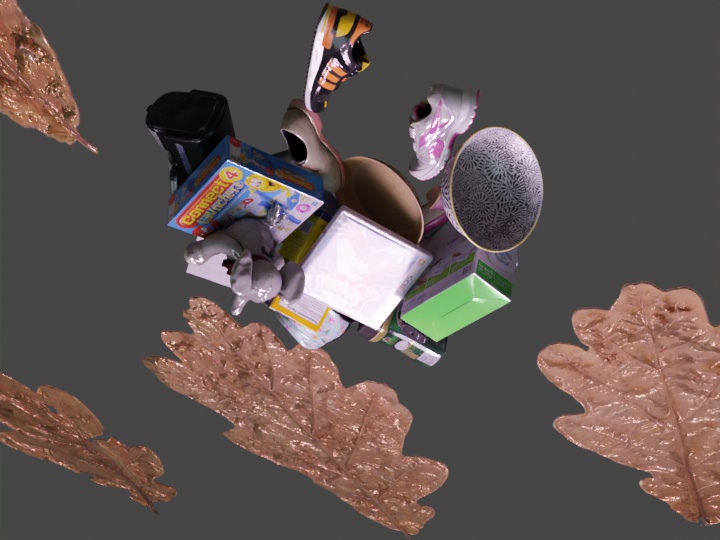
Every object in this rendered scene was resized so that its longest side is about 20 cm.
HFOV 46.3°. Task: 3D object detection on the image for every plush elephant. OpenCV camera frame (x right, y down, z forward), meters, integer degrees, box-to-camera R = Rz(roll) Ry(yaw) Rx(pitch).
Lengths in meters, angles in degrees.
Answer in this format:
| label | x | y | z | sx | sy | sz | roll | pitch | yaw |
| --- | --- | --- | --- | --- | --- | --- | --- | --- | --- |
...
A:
| label | x | y | z | sx | sy | sz | roll | pitch | yaw |
| --- | --- | --- | --- | --- | --- | --- | --- | --- | --- |
| plush elephant | -0.184 | 0.001 | 1.426 | 0.164 | 0.156 | 0.200 | 22 | 137 | -35 |

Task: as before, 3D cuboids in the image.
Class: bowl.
| label | x | y | z | sx | sy | sz | roll | pitch | yaw |
| --- | --- | --- | --- | --- | --- | --- | --- | --- | --- |
| bowl | 0.200 | -0.132 | 1.399 | 0.200 | 0.202 | 0.094 | 34 | 165 | -28 |

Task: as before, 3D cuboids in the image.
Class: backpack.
| label | x | y | z | sx | sy | sz | roll | pitch | yaw |
| --- | --- | --- | --- | --- | --- | --- | --- | --- | --- |
| backpack | -0.095 | 0.087 | 1.734 | 0.166 | 0.127 | 0.200 | 37 | 180 | 4 |

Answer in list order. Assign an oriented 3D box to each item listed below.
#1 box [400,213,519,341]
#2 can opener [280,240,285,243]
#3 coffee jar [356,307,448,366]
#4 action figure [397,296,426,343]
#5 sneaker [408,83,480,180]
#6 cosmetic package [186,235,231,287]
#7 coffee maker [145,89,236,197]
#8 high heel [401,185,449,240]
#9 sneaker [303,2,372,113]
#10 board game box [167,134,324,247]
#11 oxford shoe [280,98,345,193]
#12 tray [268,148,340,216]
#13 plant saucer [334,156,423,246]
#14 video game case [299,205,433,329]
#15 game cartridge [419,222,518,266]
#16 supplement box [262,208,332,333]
| label | x | y | z | sx | sy | sz | roll | pitch | yaw |
| --- | --- | --- | --- | --- | --- | --- | --- | --- | --- |
| box | 0.178 | 0.001 | 1.508 | 0.096 | 0.178 | 0.200 | 34 | 138 | -20 |
| can opener | -0.131 | -0.057 | 1.690 | 0.052 | 0.067 | 0.200 | -15 | 141 | 32 |
| coffee jar | 0.090 | 0.127 | 1.835 | 0.199 | 0.105 | 0.085 | 26 | 141 | -17 |
| action figure | 0.139 | 0.070 | 1.679 | 0.069 | 0.200 | 0.132 | 15 | 114 | 23 |
| sneaker | 0.116 | -0.231 | 1.361 | 0.087 | 0.082 | 0.201 | 22 | 138 | -7 |
| cosmetic package | -0.272 | -0.039 | 1.764 | 0.149 | 0.052 | 0.200 | 22 | 144 | -9 |
| coffee maker | -0.258 | -0.208 | 1.474 | 0.190 | 0.136 | 0.201 | -7 | 144 | 1 |
| high heel | 0.134 | -0.097 | 1.555 | 0.095 | 0.068 | 0.200 | 3 | 147 | -28 |
| sneaker | -0.033 | -0.311 | 1.293 | 0.089 | 0.070 | 0.201 | 16 | 143 | 1 |
| board game box | -0.197 | -0.118 | 1.441 | 0.195 | 0.056 | 0.200 | 20 | 137 | -34 |
| oxford shoe | -0.088 | -0.198 | 1.455 | 0.070 | 0.074 | 0.201 | 7 | 144 | 35 |
| tray | -0.109 | -0.157 | 1.575 | 0.106 | 0.022 | 0.200 | -11 | 138 | 29 |
| plant saucer | 0.039 | -0.126 | 1.508 | 0.199 | 0.035 | 0.201 | 29 | 143 | 24 |
| video game case | 0.000 | 0.000 | 1.495 | 0.199 | 0.023 | 0.183 | 27 | 115 | -24 |
| game cartridge | 0.195 | -0.050 | 1.617 | 0.198 | 0.041 | 0.134 | -2 | 146 | 20 |
| supplement box | -0.092 | -0.005 | 1.569 | 0.108 | 0.201 | 0.109 | 31 | 178 | -25 |
